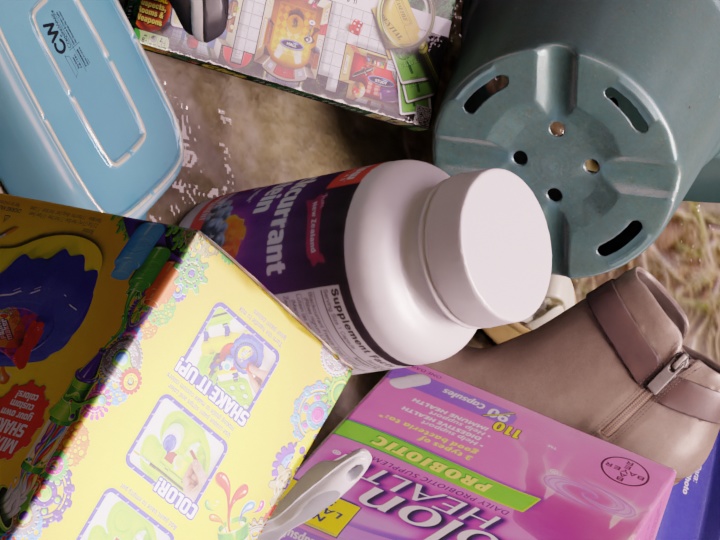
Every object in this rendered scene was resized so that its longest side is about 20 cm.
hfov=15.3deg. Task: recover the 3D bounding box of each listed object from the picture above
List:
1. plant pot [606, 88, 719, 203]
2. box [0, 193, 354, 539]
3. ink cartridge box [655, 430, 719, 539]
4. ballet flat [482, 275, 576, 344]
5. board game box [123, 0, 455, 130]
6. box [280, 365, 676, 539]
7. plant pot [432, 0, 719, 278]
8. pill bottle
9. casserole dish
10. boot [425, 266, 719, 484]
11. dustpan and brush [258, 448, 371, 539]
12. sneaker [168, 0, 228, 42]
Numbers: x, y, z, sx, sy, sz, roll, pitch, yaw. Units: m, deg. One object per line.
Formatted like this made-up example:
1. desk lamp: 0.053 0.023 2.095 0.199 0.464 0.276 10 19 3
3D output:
1. plant pot: 0.260 -0.120 1.872 0.200 0.141 0.142 -5 86 -45
2. box: -0.145 0.080 1.223 0.122 0.200 0.193 43 68 -38
3. ink cartridge box: 0.148 0.167 1.612 0.041 0.200 0.200 42 51 -41
4. ballet flat: 0.095 0.009 1.689 0.200 0.063 0.069 29 61 -45
5. board game box: -0.037 -0.154 1.524 0.200 0.023 0.105 14 82 -30
6. box: 0.054 0.156 1.464 0.200 0.176 0.097 -44 152 -57
7. plant pot: 0.137 -0.102 1.617 0.201 0.200 0.196 65 25 -19
8. pill bottle: 0.000 0.000 1.459 0.111 0.200 0.112 15 71 -50
9. casserole dish: -0.156 -0.100 1.416 0.121 0.039 0.200 -49 119 -45
10. boot: 0.120 0.055 1.584 0.200 0.146 0.070 42 19 5
11. dustpan and brush: -0.075 0.142 1.342 0.140 0.200 0.057 34 17 -43
12. sneaker: -0.135 -0.209 1.437 0.072 0.083 0.200 -70 137 -86
